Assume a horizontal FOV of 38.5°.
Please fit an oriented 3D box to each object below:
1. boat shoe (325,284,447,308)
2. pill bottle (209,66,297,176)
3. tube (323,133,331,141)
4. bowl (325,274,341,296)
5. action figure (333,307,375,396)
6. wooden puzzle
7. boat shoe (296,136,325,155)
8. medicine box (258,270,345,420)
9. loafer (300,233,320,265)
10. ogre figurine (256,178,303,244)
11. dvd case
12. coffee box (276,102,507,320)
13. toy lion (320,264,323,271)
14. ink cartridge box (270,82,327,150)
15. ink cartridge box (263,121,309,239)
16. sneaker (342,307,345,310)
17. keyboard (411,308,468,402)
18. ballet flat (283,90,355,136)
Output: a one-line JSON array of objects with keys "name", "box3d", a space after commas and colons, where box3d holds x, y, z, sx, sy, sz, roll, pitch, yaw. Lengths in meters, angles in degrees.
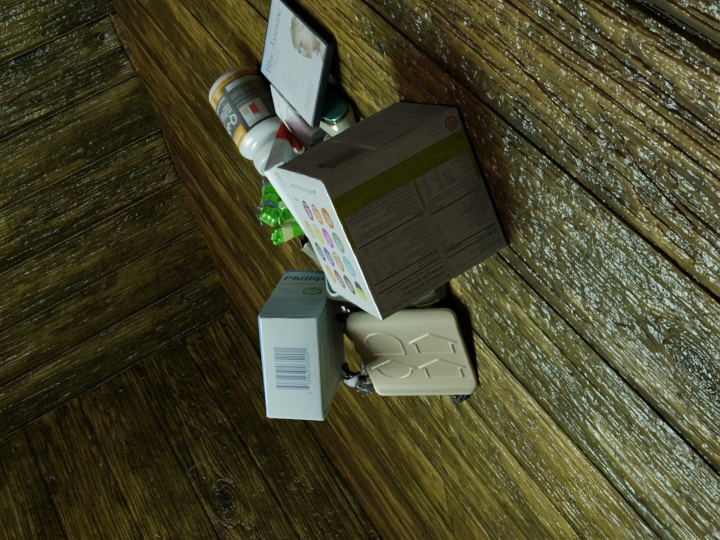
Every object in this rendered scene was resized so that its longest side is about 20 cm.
[{"name": "boat shoe", "box3d": [0.041, 0.033, 1.642, 0.073, 0.198, 0.061, -77, -30, -44]}, {"name": "pill bottle", "box3d": [-0.208, -0.294, 2.037, 0.202, 0.115, 0.117, 57, 166, 19]}, {"name": "tube", "box3d": [-0.007, -0.142, 1.734, 0.078, 0.049, 0.202, -89, -19, -55]}, {"name": "bowl", "box3d": [0.028, -0.048, 1.565, 0.201, 0.103, 0.205, -165, 90, -74]}, {"name": "action figure", "box3d": [0.012, 0.129, 1.776, 0.068, 0.131, 0.202, 8, 139, 29]}, {"name": "wooden puzzle", "box3d": [0.088, 0.127, 1.685, 0.202, 0.182, 0.047, 69, -155, -44]}, {"name": "boat shoe", "box3d": [-0.047, -0.164, 1.804, 0.076, 0.060, 0.200, 55, -178, 25]}, {"name": "medicine box", "box3d": [-0.093, 0.120, 1.723, 0.200, 0.101, 0.186, -66, -25, -67]}, {"name": "loafer", "box3d": [-0.086, -0.051, 2.030, 0.203, 0.069, 0.075, 65, 167, -10]}, {"name": "ogre figurine", "box3d": [-0.113, -0.105, 1.908, 0.099, 0.197, 0.121, -61, 37, 41]}, {"name": "dvd case", "box3d": [-0.104, -0.342, 1.650, 0.200, 0.017, 0.145, 51, 139, 42]}, {"name": "coffee box", "box3d": [0.039, -0.084, 1.352, 0.200, 0.198, 0.199, 65, 166, -19]}, {"name": "toy lion", "box3d": [0.000, 0.000, 1.772, 0.190, 0.069, 0.201, 13, 143, 43]}, {"name": "ink cartridge box", "box3d": [-0.098, -0.233, 1.893, 0.163, 0.056, 0.202, 52, 159, 35]}, {"name": "ink cartridge box", "box3d": [-0.097, -0.166, 1.822, 0.161, 0.047, 0.201, 55, -157, -25]}, {"name": "sneaker", "box3d": [0.023, 0.073, 1.971, 0.082, 0.075, 0.200, 39, -179, -29]}, {"name": "keyboard", "box3d": [0.124, 0.156, 1.842, 0.202, 0.039, 0.105, 58, 165, 22]}, {"name": "ballet flat", "box3d": [-0.064, -0.265, 1.689, 0.200, 0.069, 0.070, 46, 160, 46]}]
